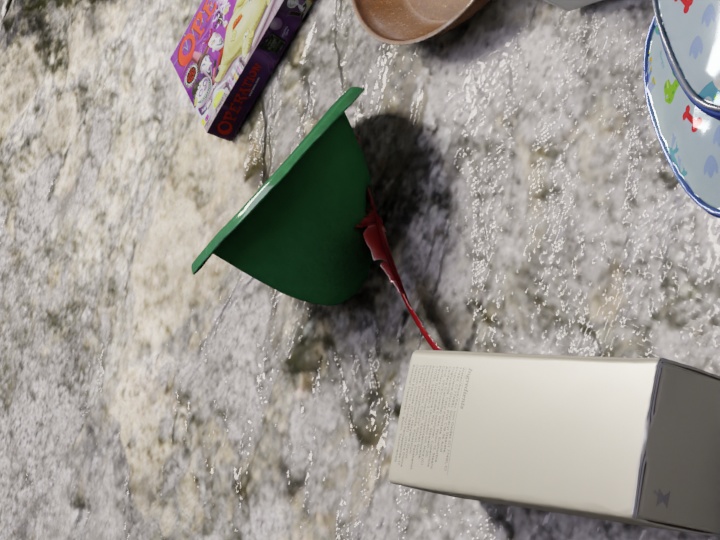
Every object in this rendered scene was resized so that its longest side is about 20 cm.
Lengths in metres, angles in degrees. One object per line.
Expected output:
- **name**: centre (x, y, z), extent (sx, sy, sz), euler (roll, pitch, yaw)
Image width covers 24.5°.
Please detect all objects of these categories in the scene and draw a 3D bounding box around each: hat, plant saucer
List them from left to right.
- **hat**: centre (0.000, 0.000, 1.111), extent (0.166, 0.176, 0.200), euler (-45, 5, 38)
- **plant saucer**: centre (0.064, -0.242, 1.109), extent (0.200, 0.036, 0.202), euler (-29, 53, 47)

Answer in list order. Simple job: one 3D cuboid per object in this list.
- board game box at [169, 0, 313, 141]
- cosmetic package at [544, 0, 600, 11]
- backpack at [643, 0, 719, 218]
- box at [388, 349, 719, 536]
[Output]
- **board game box**: centre (-0.082, -0.217, 1.315), extent (0.201, 0.032, 0.120), euler (-57, 33, 22)
- **cosmetic package**: centre (0.134, -0.267, 0.904), extent (0.199, 0.165, 0.169), euler (-10, 67, 52)
- **backpack**: centre (0.215, -0.112, 0.739), extent (0.200, 0.146, 0.184), euler (-46, 40, 38)
- **box**: centre (0.104, 0.088, 0.878), extent (0.199, 0.068, 0.083), euler (1, 77, 55)
